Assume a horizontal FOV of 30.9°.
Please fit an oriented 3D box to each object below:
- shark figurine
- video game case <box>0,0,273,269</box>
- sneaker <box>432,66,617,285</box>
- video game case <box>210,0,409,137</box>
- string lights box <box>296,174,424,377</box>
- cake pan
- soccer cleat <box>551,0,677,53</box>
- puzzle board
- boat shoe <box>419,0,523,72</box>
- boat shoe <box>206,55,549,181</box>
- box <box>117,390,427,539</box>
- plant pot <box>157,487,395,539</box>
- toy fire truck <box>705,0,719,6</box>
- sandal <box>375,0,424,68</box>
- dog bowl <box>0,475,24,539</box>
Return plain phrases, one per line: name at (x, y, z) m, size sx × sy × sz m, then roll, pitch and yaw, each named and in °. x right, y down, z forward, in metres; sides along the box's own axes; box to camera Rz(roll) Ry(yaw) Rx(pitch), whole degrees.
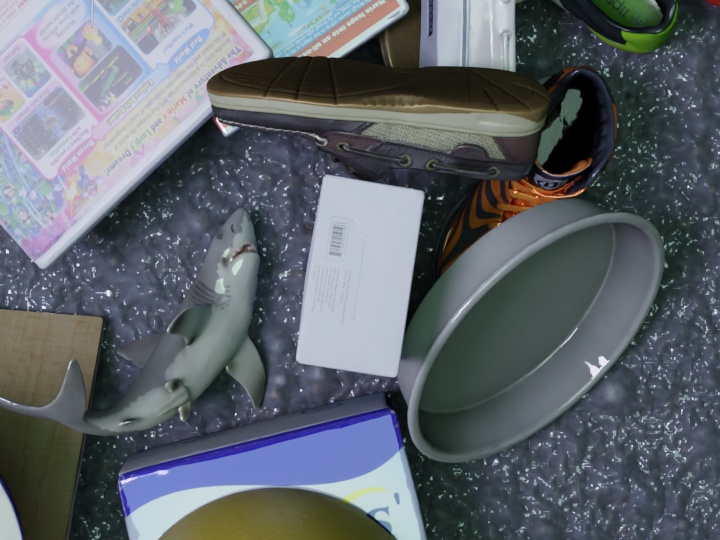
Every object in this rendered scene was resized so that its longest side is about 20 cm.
shark figurine at (-0.142, 0.061, 0.845) m, size 0.089 × 0.214 × 0.129 m, roll 11°, pitch 127°, yaw 35°
video game case at (-0.184, -0.134, 0.801) m, size 0.200 × 0.024 × 0.182 m, roll -41°, pitch 92°, yaw 8°
sneaker at (0.102, -0.042, 0.836) m, size 0.077 × 0.112 × 0.201 m, roll 21°, pitch 91°, yaw -1°
video game case at (-0.082, -0.206, 0.813) m, size 0.143 × 0.017 × 0.201 m, roll -34°, pitch 93°, yaw -1°
string lights box at (0.000, 0.000, 0.793) m, size 0.058 × 0.200 × 0.104 m, roll 9°, pitch 92°, yaw 0°
cake pan at (0.103, 0.036, 0.814) m, size 0.200 × 0.200 × 0.037 m, roll -42°, pitch 55°, yaw 0°
soccer cleat at (0.122, -0.211, 0.848) m, size 0.199 × 0.081 × 0.068 m, roll 32°, pitch 91°, yaw -1°
puzzle board at (-0.255, 0.118, 0.846) m, size 0.149 × 0.017 × 0.201 m, roll 5°, pitch 64°, yaw 0°
boat shoe at (0.078, -0.184, 0.808) m, size 0.069 × 0.071 × 0.202 m, roll 2°, pitch 89°, yaw -10°
boat shoe at (0.008, -0.082, 0.758) m, size 0.198 × 0.073 × 0.065 m, roll 6°, pitch 121°, yaw 8°
box at (-0.045, 0.199, 0.845) m, size 0.182 × 0.105 × 0.202 m, roll -14°, pitch 91°, yaw -1°
plant pot at (-0.051, 0.235, 0.723) m, size 0.198 × 0.142 × 0.202 m, roll 0°, pitch 92°, yaw 0°
toy fire truck at (0.231, -0.282, 0.835) m, size 0.168 × 0.112 × 0.200 m, roll 39°, pitch 77°, yaw 17°
sandal at (0.029, -0.179, 0.863) m, size 0.080 × 0.054 × 0.201 m, roll -30°, pitch 88°, yaw -11°
dog bowl at (-0.290, 0.172, 0.734) m, size 0.198 × 0.079 × 0.202 m, roll 2°, pitch 84°, yaw -18°
